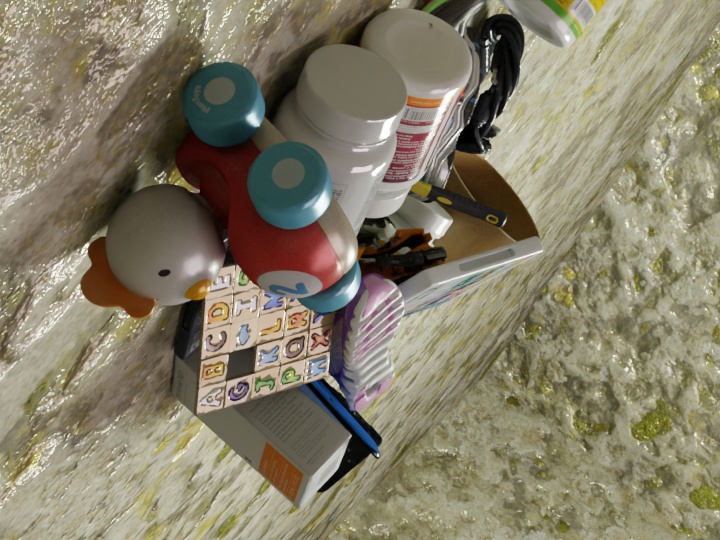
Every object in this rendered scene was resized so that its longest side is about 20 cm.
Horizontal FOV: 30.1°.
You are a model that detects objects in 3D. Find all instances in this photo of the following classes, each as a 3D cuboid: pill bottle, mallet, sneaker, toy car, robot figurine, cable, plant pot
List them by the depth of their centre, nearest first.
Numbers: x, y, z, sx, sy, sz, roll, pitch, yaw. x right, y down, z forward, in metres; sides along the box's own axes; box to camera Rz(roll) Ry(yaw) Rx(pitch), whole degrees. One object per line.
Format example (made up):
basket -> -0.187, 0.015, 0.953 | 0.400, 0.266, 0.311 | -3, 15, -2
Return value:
toy car -> -0.122, -0.021, 1.050 | 0.199, 0.177, 0.185 | -36, 155, -8
pill bottle -> -0.033, -0.100, 1.220 | 0.113, 0.113, 0.201 | -39, 163, -42
pill bottle -> 0.029, -0.148, 1.310 | 0.109, 0.109, 0.200 | -41, 164, -38
sneaker -> 0.084, -0.213, 1.378 | 0.077, 0.084, 0.201 | -36, 161, -51
mallet -> 0.071, -0.097, 1.456 | 0.041, 0.199, 0.066 | -86, -167, -53
sneaker -> -0.009, 0.067, 1.471 | 0.080, 0.088, 0.201 | -32, 151, -27
sneaker -> 0.077, -0.176, 1.475 | 0.076, 0.077, 0.201 | -132, -122, -71
pill bottle -> 0.249, -0.358, 1.485 | 0.200, 0.111, 0.111 | -51, 167, 2
robot figurine -> 0.000, 0.000, 1.513 | 0.199, 0.059, 0.145 | -15, 172, -17
sneaker -> -0.019, -0.047, 1.538 | 0.089, 0.077, 0.200 | -41, 165, 8
cable -> 0.134, -0.216, 1.543 | 0.200, 0.050, 0.164 | -132, -124, -78
pill bottle -> 0.025, -0.009, 1.688 | 0.200, 0.113, 0.113 | -54, 167, 12
plant pot -> 0.109, -0.040, 1.801 | 0.200, 0.187, 0.186 | -42, 172, 22

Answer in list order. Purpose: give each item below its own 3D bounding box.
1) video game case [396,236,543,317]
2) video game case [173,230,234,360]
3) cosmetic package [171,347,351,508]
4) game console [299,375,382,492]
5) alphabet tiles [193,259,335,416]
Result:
video game case -> 0.086, 0.020, 1.545 | 0.181, 0.024, 0.200 | -17, 171, -38
video game case -> -0.127, -0.005, 1.381 | 0.143, 0.019, 0.200 | -42, 164, -36
cosmetic package -> -0.112, 0.157, 1.471 | 0.071, 0.200, 0.102 | -43, 165, -29
game console -> -0.078, 0.161, 1.524 | 0.171, 0.200, 0.118 | -43, 178, 29
alphabet tiles -> -0.090, 0.042, 1.349 | 0.166, 0.008, 0.201 | -14, 124, -36
